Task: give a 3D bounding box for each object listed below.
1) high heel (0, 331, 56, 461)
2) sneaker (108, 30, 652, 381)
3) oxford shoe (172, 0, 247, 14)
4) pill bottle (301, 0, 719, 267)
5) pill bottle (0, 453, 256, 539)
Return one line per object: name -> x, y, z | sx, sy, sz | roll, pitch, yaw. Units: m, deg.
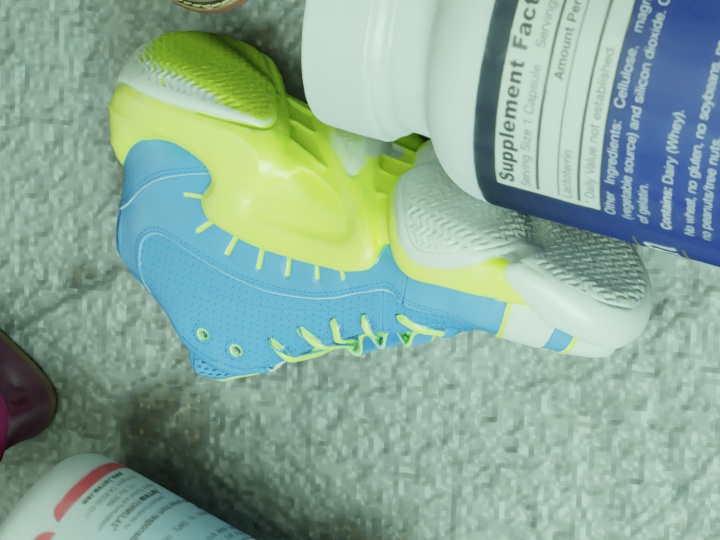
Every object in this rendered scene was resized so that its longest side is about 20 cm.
high heel -> -0.202, 0.006, 1.005 | 0.200, 0.096, 0.068 | 32, 109, 12
sneaker -> 0.000, 0.000, 0.948 | 0.200, 0.076, 0.105 | 29, 121, 21
oxford shoe -> -0.043, -0.180, 0.921 | 0.070, 0.075, 0.201 | 17, 106, 17
pill bottle -> 0.089, -0.066, 0.870 | 0.199, 0.116, 0.116 | 17, 105, 18
pill bottle -> -0.036, 0.153, 0.963 | 0.199, 0.109, 0.109 | 29, 109, 14
